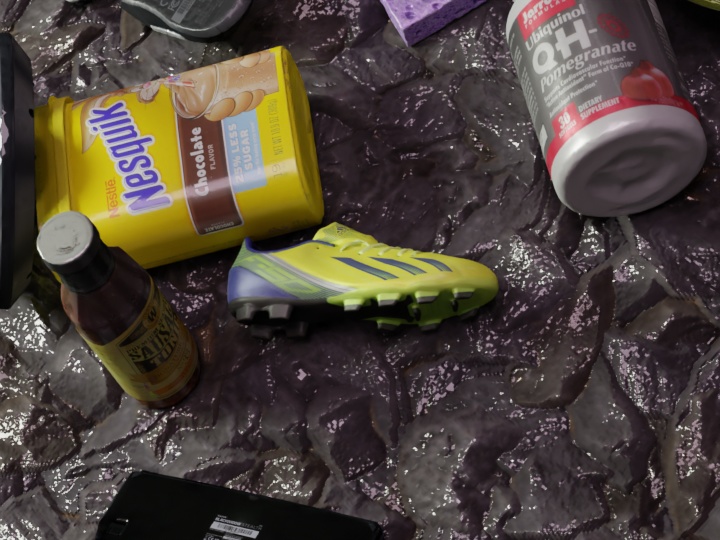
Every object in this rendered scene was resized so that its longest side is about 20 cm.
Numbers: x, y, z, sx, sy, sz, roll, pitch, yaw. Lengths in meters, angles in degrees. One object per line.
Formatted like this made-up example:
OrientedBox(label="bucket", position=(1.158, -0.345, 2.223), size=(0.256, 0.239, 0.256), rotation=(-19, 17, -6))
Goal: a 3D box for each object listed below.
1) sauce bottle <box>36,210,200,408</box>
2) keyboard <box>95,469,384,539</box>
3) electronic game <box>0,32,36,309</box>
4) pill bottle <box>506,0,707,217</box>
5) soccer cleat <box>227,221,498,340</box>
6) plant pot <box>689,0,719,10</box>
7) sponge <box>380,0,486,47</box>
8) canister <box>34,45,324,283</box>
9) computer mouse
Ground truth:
OrientedBox(label="sauce bottle", position=(-0.167, 0.028, 1.473), size=(0.065, 0.200, 0.067), rotation=(-7, 62, 13))
OrientedBox(label="keyboard", position=(-0.089, 0.198, 1.460), size=(0.198, 0.040, 0.104), rotation=(10, 42, 23))
OrientedBox(label="electronic game", position=(-0.261, -0.072, 1.568), size=(0.041, 0.201, 0.202), rotation=(0, 58, -11))
OrientedBox(label="pill bottle", position=(0.165, -0.148, 1.516), size=(0.110, 0.111, 0.201), rotation=(-19, 58, 7))
OrientedBox(label="soccer cleat", position=(-0.001, 0.000, 1.514), size=(0.198, 0.065, 0.084), rotation=(-4, 64, 17))
OrientedBox(label="plant pot", position=(0.283, -0.317, 1.488), size=(0.198, 0.194, 0.202), rotation=(2, 49, -2))
OrientedBox(label="sponge", position=(0.097, -0.266, 1.652), size=(0.199, 0.030, 0.112), rotation=(-30, 56, 0))
OrientedBox(label="canister", position=(-0.135, -0.077, 1.590), size=(0.198, 0.087, 0.150), rotation=(-14, 59, 8))
OrientedBox(label="computer mouse", position=(-0.136, -0.248, 1.711), size=(0.199, 0.046, 0.141), rotation=(19, 73, 38))
